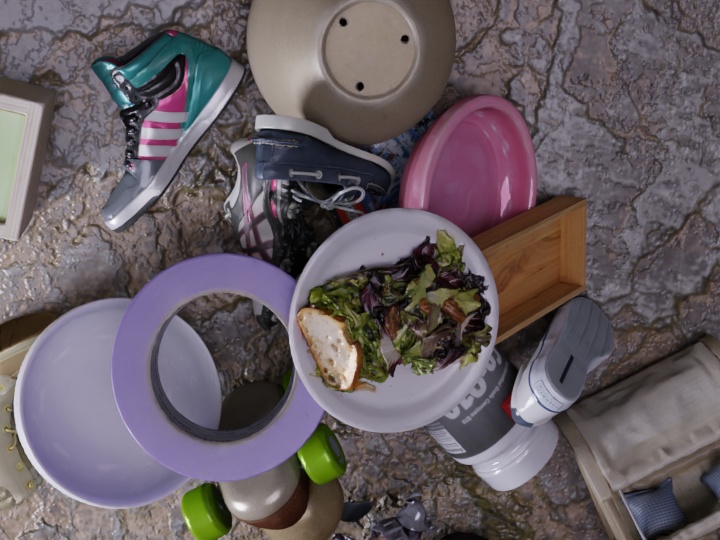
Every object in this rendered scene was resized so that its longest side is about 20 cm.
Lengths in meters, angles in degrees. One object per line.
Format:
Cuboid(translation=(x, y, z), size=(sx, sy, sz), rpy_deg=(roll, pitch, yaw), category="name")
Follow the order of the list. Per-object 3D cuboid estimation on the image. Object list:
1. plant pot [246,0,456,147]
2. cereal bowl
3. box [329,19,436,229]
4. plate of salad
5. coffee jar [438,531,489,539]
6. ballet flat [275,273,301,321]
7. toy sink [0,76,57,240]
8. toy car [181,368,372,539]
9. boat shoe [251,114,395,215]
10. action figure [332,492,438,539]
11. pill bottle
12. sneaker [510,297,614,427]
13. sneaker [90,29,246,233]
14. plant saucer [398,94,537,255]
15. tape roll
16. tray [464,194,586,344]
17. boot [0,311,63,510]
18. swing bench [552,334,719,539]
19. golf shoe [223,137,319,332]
Cuboid(translation=(0.000, -0.202, 1.025), size=(0.198, 0.135, 0.203), rpy_deg=(-2, 105, -8), category="plant pot")
Cuboid(translation=(-0.241, 0.128, 1.114), size=(0.198, 0.083, 0.203), rpy_deg=(4, 83, -29), category="cereal bowl")
Cuboid(translation=(-0.002, -0.152, 1.128), size=(0.136, 0.040, 0.202), rpy_deg=(-26, 107, -1), category="box")
Cuboid(translation=(0.035, 0.047, 1.004), size=(0.198, 0.048, 0.203), rpy_deg=(-3, 99, -18), category="plate of salad")
Cuboid(translation=(0.077, 0.359, 1.205), size=(0.085, 0.199, 0.106), rpy_deg=(5, 108, 34), category="coffee jar")
Cuboid(translation=(0.000, 0.000, 1.149), size=(0.199, 0.072, 0.072), rpy_deg=(-30, 108, -12), category="ballet flat")
Cuboid(translation=(-0.393, -0.120, 1.045), size=(0.198, 0.112, 0.132), rpy_deg=(14, 103, -11), category="toy sink")
Cuboid(translation=(-0.070, 0.223, 1.193), size=(0.163, 0.159, 0.200), rpy_deg=(-27, 134, 11), category="toy car")
Cuboid(translation=(-0.031, -0.088, 1.032), size=(0.074, 0.200, 0.063), rpy_deg=(8, 86, 26), category="boat shoe")
Cuboid(translation=(0.008, 0.308, 1.220), size=(0.129, 0.070, 0.201), rpy_deg=(12, 121, -48), category="action figure")
Cuboid(translation=(0.108, 0.125, 1.181), size=(0.114, 0.114, 0.200), rpy_deg=(-42, 107, 5), category="pill bottle")
Cuboid(translation=(0.199, 0.089, 1.162), size=(0.071, 0.200, 0.073), rpy_deg=(-39, 89, 35), category="sneaker")
Cuboid(translation=(-0.211, -0.145, 1.076), size=(0.120, 0.084, 0.201), rpy_deg=(36, 90, -20), category="sneaker")
Cuboid(translation=(0.100, -0.069, 1.104), size=(0.200, 0.050, 0.203), rpy_deg=(-17, 112, -49), category="plant saucer")
Cuboid(translation=(-0.124, 0.086, 1.048), size=(0.197, 0.085, 0.203), rpy_deg=(0, 90, -5), category="tape roll")
Cuboid(translation=(0.159, -0.001, 1.128), size=(0.199, 0.037, 0.100), rpy_deg=(-24, 118, -45), category="tray")
Cuboid(translation=(-0.354, 0.147, 1.146), size=(0.199, 0.073, 0.156), rpy_deg=(-33, 112, -7), category="boot")
Cuboid(translation=(0.342, 0.209, 1.229), size=(0.197, 0.130, 0.202), rpy_deg=(-27, 107, 1), category="swing bench")
Cuboid(translation=(-0.090, -0.038, 1.139), size=(0.087, 0.077, 0.202), rpy_deg=(23, 121, 26), category="golf shoe")
